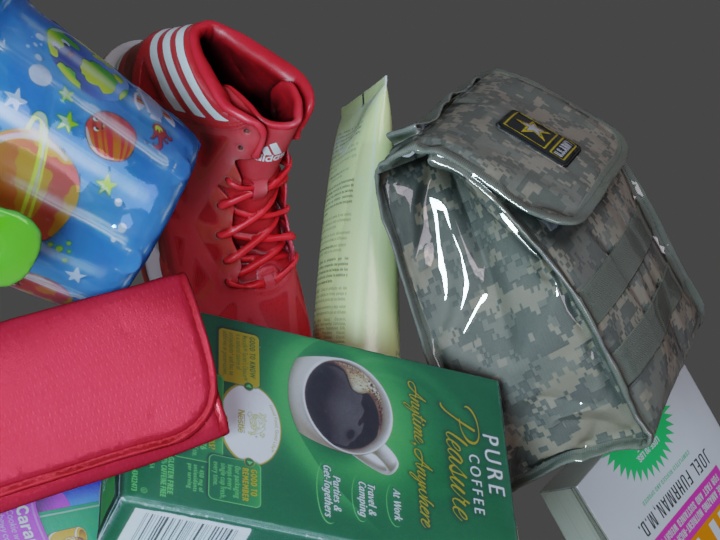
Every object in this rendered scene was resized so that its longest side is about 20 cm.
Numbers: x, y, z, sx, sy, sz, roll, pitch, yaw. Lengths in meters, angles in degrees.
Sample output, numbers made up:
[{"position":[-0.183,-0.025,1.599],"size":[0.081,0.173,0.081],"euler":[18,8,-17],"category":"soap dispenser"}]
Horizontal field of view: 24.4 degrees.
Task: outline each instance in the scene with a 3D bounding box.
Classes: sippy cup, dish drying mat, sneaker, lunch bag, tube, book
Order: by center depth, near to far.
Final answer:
[{"position":[-0.152,0.062,0.694],"size":[0.199,0.018,0.077],"euler":[-16,90,-27],"category":"dish drying mat"},{"position":[-0.148,-0.049,0.756],"size":[0.130,0.140,0.178],"euler":[30,56,-11],"category":"sippy cup"},{"position":[-0.061,-0.030,0.840],"size":[0.078,0.115,0.201],"euler":[-34,102,-33],"category":"sneaker"},{"position":[0.000,0.000,0.903],"size":[0.052,0.058,0.201],"euler":[17,72,-58],"category":"tube"},{"position":[0.094,-0.011,0.917],"size":[0.201,0.117,0.164],"euler":[61,28,-10],"category":"lunch bag"},{"position":[0.206,0.179,1.036],"size":[0.134,0.048,0.201],"euler":[-40,103,-36],"category":"book"}]

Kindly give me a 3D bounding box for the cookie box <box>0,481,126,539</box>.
[{"position":[-0.102,0.169,0.763],"size":[0.199,0.075,0.172],"euler":[-7,55,-36],"category":"cookie box"}]

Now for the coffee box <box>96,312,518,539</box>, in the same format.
[{"position":[-0.023,0.090,0.796],"size":[0.199,0.044,0.123],"euler":[13,44,-19],"category":"coffee box"}]
